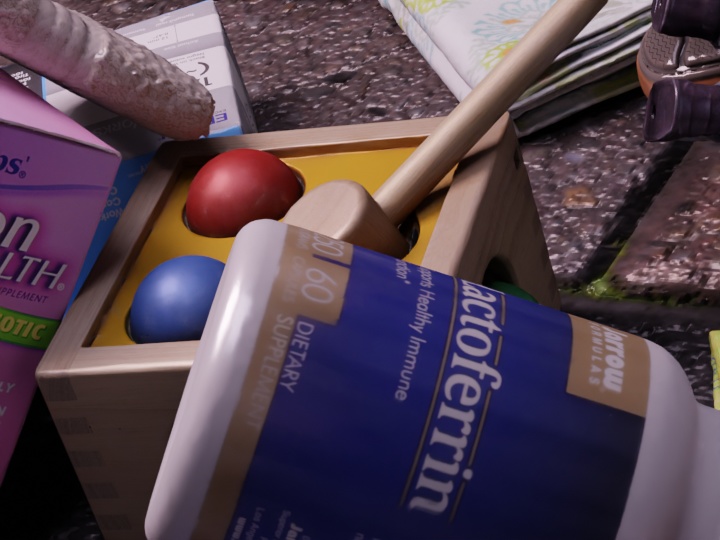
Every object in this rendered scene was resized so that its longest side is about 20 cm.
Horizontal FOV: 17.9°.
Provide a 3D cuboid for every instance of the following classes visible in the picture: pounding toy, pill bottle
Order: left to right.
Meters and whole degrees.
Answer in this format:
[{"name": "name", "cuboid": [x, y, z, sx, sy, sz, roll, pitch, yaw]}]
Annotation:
[{"name": "pounding toy", "cuboid": [0.000, 0.000, 0.894, 0.200, 0.142, 0.184, -4, 36, 21]}, {"name": "pill bottle", "cuboid": [0.040, 0.065, 0.743, 0.200, 0.116, 0.116, 17, 36, -5]}]

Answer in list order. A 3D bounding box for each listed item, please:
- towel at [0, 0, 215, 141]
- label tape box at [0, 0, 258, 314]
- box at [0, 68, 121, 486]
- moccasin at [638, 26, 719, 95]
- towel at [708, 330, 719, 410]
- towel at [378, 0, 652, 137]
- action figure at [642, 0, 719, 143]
[{"name": "towel", "cuboid": [-0.142, -0.105, 0.985, 0.035, 0.132, 0.200, -63, 23, 1]}, {"name": "label tape box", "cuboid": [-0.118, -0.042, 1.086, 0.143, 0.066, 0.200, -17, 31, 1]}, {"name": "box", "cuboid": [-0.205, 0.007, 0.922, 0.097, 0.200, 0.176, 13, 13, -37]}, {"name": "moccasin", "cuboid": [0.220, -0.101, 0.997, 0.201, 0.078, 0.074, -17, 45, -9]}, {"name": "towel", "cuboid": [0.227, 0.051, 0.823, 0.200, 0.023, 0.144, -9, 35, 13]}, {"name": "towel", "cuboid": [0.109, -0.148, 1.150, 0.171, 0.048, 0.200, -21, 33, -7]}, {"name": "action figure", "cuboid": [0.216, -0.076, 0.907, 0.200, 0.130, 0.069, 7, -6, -1]}]
